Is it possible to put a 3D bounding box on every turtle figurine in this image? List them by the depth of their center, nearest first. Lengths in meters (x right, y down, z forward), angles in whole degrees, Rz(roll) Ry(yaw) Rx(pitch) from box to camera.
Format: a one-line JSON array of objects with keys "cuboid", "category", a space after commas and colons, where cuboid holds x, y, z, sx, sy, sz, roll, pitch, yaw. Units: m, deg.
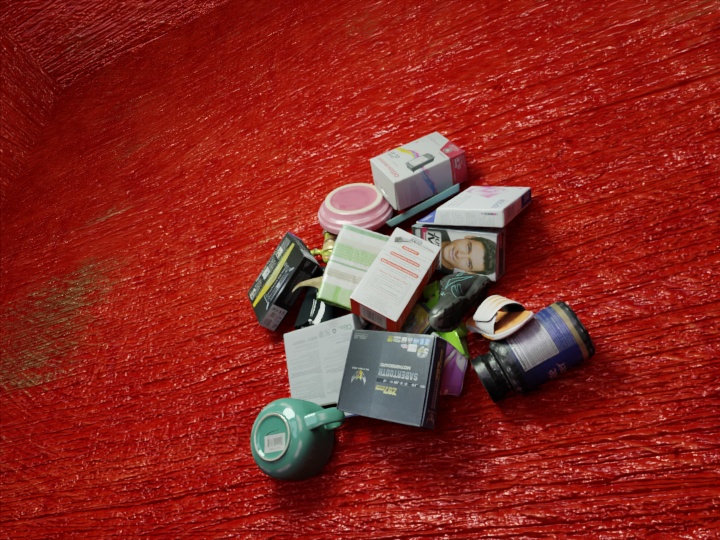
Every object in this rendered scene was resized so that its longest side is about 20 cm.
[{"cuboid": [-0.065, -0.074, 1.336, 0.197, 0.065, 0.163, -18, 42, 30], "category": "turtle figurine"}]

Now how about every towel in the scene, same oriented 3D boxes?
[{"cuboid": [0.000, 0.000, 1.134, 0.146, 0.031, 0.203, 17, 60, 4], "category": "towel"}]

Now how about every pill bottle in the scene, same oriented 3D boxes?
[{"cuboid": [0.303, 0.150, 0.934, 0.198, 0.112, 0.113, -32, 48, 7], "category": "pill bottle"}]

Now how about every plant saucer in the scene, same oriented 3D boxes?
[{"cuboid": [0.155, -0.157, 1.275, 0.197, 0.070, 0.019, -27, 90, 11], "category": "plant saucer"}, {"cuboid": [-0.014, -0.165, 1.332, 0.196, 0.052, 0.202, -6, 38, 4], "category": "plant saucer"}]

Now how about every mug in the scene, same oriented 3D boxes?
[{"cuboid": [-0.136, 0.320, 1.037, 0.151, 0.114, 0.187, 31, 89, 34], "category": "mug"}]

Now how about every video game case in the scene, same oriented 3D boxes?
[{"cuboid": [0.055, 0.131, 1.113, 0.201, 0.025, 0.181, -52, 45, 7], "category": "video game case"}]

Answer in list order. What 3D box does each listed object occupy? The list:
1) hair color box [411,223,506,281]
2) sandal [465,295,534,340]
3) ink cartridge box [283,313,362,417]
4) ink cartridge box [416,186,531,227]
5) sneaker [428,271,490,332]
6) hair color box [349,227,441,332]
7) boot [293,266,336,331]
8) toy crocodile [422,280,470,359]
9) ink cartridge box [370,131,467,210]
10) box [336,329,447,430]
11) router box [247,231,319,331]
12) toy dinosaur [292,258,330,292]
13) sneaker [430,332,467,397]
[{"cuboid": [0.211, -0.046, 1.127, 0.197, 0.101, 0.060, 9, 22, 34], "category": "hair color box"}, {"cuboid": [0.241, 0.082, 0.977, 0.078, 0.060, 0.206, -33, 5, -14], "category": "sandal"}, {"cuboid": [-0.071, 0.214, 1.113, 0.193, 0.043, 0.204, -18, 76, 30], "category": "ink cartridge box"}, {"cuboid": [0.249, -0.144, 1.140, 0.197, 0.044, 0.196, 7, 25, 32], "category": "ink cartridge box"}, {"cuboid": [0.181, 0.058, 1.025, 0.078, 0.077, 0.199, 27, 35, 30], "category": "sneaker"}, {"cuboid": [0.074, 0.019, 1.072, 0.109, 0.064, 0.201, 25, 62, 19], "category": "hair color box"}, {"cuboid": [-0.055, 0.073, 1.220, 0.196, 0.077, 0.171, -5, 59, 22], "category": "boot"}, {"cuboid": [0.176, 0.106, 1.078, 0.067, 0.061, 0.202, -41, 48, 22], "category": "toy crocodile"}, {"cuboid": [0.143, -0.248, 1.283, 0.197, 0.087, 0.148, -24, 40, -12], "category": "ink cartridge box"}, {"cuboid": [0.056, 0.197, 0.967, 0.197, 0.051, 0.161, -1, 71, 40], "category": "box"}, {"cuboid": [-0.196, 0.024, 1.292, 0.202, 0.052, 0.157, -55, 34, 10], "category": "router box"}, {"cuboid": [-0.068, 0.021, 1.171, 0.196, 0.058, 0.103, 12, 69, 24], "category": "toy dinosaur"}, {"cuboid": [0.131, 0.234, 1.003, 0.113, 0.073, 0.202, 34, 105, 3], "category": "sneaker"}]
